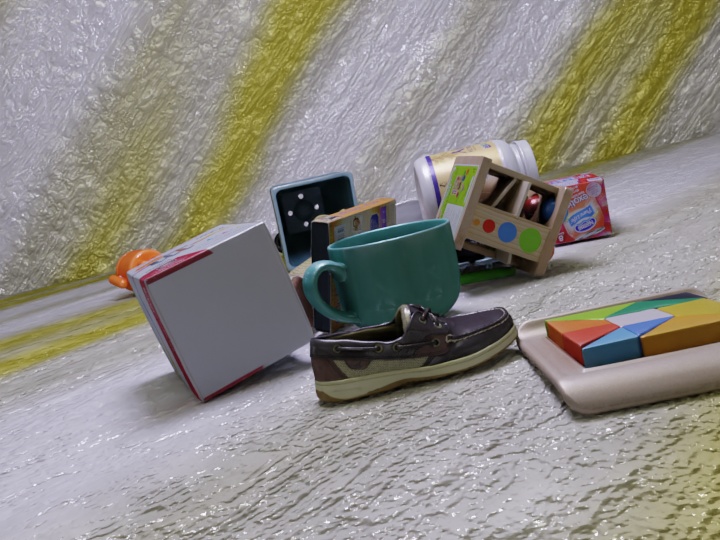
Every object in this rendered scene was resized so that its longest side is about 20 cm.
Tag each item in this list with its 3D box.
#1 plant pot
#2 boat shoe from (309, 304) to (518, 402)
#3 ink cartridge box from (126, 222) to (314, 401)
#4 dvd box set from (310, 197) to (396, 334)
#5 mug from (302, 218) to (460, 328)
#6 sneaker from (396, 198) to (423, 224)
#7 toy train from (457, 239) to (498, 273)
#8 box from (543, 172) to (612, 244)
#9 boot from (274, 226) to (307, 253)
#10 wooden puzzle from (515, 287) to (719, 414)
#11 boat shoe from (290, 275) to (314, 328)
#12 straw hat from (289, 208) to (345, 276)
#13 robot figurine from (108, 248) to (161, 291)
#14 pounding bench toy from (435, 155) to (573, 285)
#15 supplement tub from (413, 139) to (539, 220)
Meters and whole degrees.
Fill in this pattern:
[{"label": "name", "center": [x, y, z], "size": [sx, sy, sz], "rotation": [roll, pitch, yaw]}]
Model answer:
[{"label": "plant pot", "center": [-0.119, -0.133, 1.690], "size": [0.194, 0.199, 0.200], "rotation": [-14, 15, -12]}, {"label": "boat shoe", "center": [0.049, 0.064, 0.639], "size": [0.197, 0.066, 0.073], "rotation": [-17, 12, -9]}, {"label": "ink cartridge box", "center": [-0.171, 0.038, 0.814], "size": [0.144, 0.146, 0.199], "rotation": [-29, 13, -21]}, {"label": "dvd box set", "center": [-0.004, -0.013, 0.962], "size": [0.029, 0.149, 0.199], "rotation": [7, 17, 27]}, {"label": "mug", "center": [0.030, 0.014, 0.842], "size": [0.182, 0.116, 0.152], "rotation": [-13, 9, 4]}, {"label": "sneaker", "center": [0.145, -0.106, 1.352], "size": [0.197, 0.075, 0.116], "rotation": [-5, 5, -2]}, {"label": "toy train", "center": [0.190, -0.043, 1.121], "size": [0.197, 0.087, 0.114], "rotation": [-13, -2, -5]}, {"label": "box", "center": [0.374, -0.112, 1.226], "size": [0.098, 0.097, 0.200], "rotation": [-10, 8, 13]}, {"label": "boot", "center": [-0.186, -0.073, 1.886], "size": [0.209, 0.081, 0.157], "rotation": [-7, 10, 33]}, {"label": "wooden puzzle", "center": [0.230, 0.050, 0.563], "size": [0.182, 0.038, 0.200], "rotation": [-12, 8, 4]}, {"label": "boat shoe", "center": [-0.099, 0.053, 0.974], "size": [0.074, 0.076, 0.202], "rotation": [-22, 0, 5]}, {"label": "straw hat", "center": [-0.040, -0.056, 1.169], "size": [0.198, 0.086, 0.201], "rotation": [-12, 8, 2]}, {"label": "robot figurine", "center": [-0.592, 0.001, 1.880], "size": [0.199, 0.116, 0.145], "rotation": [-1, 57, 54]}, {"label": "pounding bench toy", "center": [0.190, -0.041, 0.986], "size": [0.154, 0.203, 0.124], "rotation": [18, 5, -12]}, {"label": "supplement tub", "center": [0.201, -0.145, 1.218], "size": [0.197, 0.148, 0.145], "rotation": [-13, 8, 2]}]
